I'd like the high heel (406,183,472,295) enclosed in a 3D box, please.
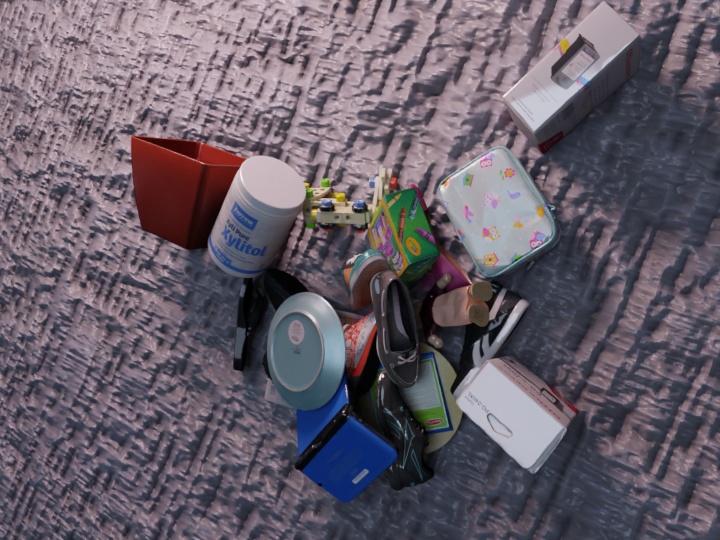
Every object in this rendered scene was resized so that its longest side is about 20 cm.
[{"bbox_3d":[0.134,-0.057,1.106,0.095,0.067,0.204,-11,86,32],"label":"high heel"}]

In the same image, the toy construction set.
[{"bbox_3d":[-0.026,-0.126,1.170,0.197,0.132,0.093,-11,113,17],"label":"toy construction set"}]

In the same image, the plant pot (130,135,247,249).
[{"bbox_3d":[-0.331,-0.150,1.265,0.198,0.199,0.179,22,106,23],"label":"plant pot"}]

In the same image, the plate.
[{"bbox_3d":[-0.104,0.138,1.092,0.198,0.025,0.204,-4,85,42],"label":"plate"}]

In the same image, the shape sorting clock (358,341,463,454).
[{"bbox_3d":[0.087,0.223,1.122,0.197,0.039,0.204,-1,89,26],"label":"shape sorting clock"}]

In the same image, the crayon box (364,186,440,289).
[{"bbox_3d":[0.065,-0.041,1.071,0.057,0.200,0.120,-17,77,-13],"label":"crayon box"}]

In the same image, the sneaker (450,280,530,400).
[{"bbox_3d":[0.188,0.110,1.074,0.111,0.073,0.201,35,88,26],"label":"sneaker"}]

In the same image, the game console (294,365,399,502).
[{"bbox_3d":[-0.029,0.276,1.105,0.170,0.119,0.201,36,129,-1],"label":"game console"}]

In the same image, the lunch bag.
[{"bbox_3d":[0.236,-0.095,1.065,0.159,0.077,0.202,-32,74,16],"label":"lunch bag"}]

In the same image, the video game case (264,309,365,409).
[{"bbox_3d":[-0.087,0.170,1.213,0.179,0.024,0.204,10,89,24],"label":"video game case"}]

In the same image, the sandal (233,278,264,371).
[{"bbox_3d":[-0.218,0.098,1.260,0.047,0.075,0.204,6,95,-1],"label":"sandal"}]

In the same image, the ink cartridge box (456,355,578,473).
[{"bbox_3d":[0.244,0.209,0.967,0.145,0.199,0.084,41,101,21],"label":"ink cartridge box"}]

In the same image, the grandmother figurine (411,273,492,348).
[{"bbox_3d":[0.135,0.069,1.059,0.199,0.060,0.123,-13,53,59],"label":"grandmother figurine"}]

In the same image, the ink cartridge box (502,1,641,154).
[{"bbox_3d":[0.333,-0.294,1.002,0.200,0.147,0.086,-43,72,13],"label":"ink cartridge box"}]

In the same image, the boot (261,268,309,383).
[{"bbox_3d":[-0.142,0.110,1.192,0.198,0.073,0.164,40,114,37],"label":"boot"}]

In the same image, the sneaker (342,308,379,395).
[{"bbox_3d":[0.000,0.106,1.116,0.107,0.067,0.204,33,106,37],"label":"sneaker"}]

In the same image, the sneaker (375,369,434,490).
[{"bbox_3d":[0.073,0.265,1.077,0.078,0.075,0.204,-10,91,12],"label":"sneaker"}]

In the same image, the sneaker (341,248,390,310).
[{"bbox_3d":[0.000,0.000,1.105,0.070,0.201,0.081,-18,70,-15],"label":"sneaker"}]

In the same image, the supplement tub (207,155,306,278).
[{"bbox_3d":[-0.193,-0.093,1.166,0.133,0.131,0.201,53,135,19],"label":"supplement tub"}]

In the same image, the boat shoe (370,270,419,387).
[{"bbox_3d":[0.060,0.100,1.026,0.066,0.057,0.203,-17,101,-19],"label":"boat shoe"}]
